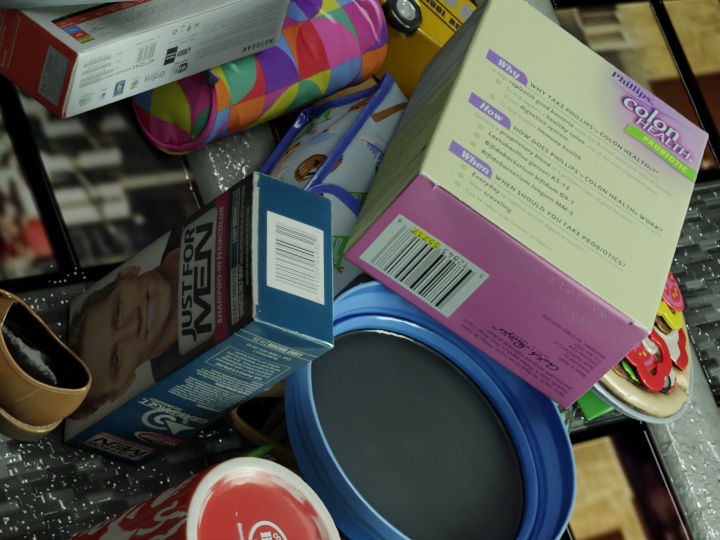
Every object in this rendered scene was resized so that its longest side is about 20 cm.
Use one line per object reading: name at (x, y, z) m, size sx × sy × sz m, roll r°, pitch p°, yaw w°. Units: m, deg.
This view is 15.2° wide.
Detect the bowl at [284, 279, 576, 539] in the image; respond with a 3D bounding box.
bowl at (0.041, 0.101, 1.631) m, size 0.200 × 0.039 × 0.201 m, roll 23°, pitch 47°, yaw -26°

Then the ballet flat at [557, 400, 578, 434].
ballet flat at (0.093, 0.129, 1.810) m, size 0.074 × 0.074 × 0.200 m, roll 57°, pitch 39°, yaw 0°

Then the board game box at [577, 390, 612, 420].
board game box at (0.149, 0.001, 1.897) m, size 0.201 × 0.040 × 0.153 m, roll 61°, pitch 21°, yaw 8°

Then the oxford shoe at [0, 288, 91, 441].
oxford shoe at (-0.240, 0.018, 1.572) m, size 0.200 × 0.071 × 0.072 m, roll 36°, pitch 49°, yaw -18°

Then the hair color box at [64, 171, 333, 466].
hair color box at (-0.098, 0.032, 1.593) m, size 0.060 × 0.200 × 0.101 m, roll 20°, pitch 54°, yaw -32°

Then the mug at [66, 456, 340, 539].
mug at (-0.094, 0.204, 1.500) m, size 0.178 × 0.200 × 0.133 m, roll 50°, pitch 44°, yaw -6°

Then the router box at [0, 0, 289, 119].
router box at (-0.173, -0.184, 1.698) m, size 0.179 × 0.049 × 0.200 m, roll 37°, pitch 38°, yaw 26°

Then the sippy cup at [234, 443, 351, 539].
sippy cup at (-0.024, 0.197, 1.626) m, size 0.130 × 0.139 × 0.179 m, roll -38°, pitch 135°, yaw -56°

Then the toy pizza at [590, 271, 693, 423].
toy pizza at (0.169, 0.010, 1.822) m, size 0.200 × 0.032 × 0.201 m, roll 37°, pitch 35°, yaw -32°

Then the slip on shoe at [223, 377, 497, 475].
slip on shoe at (0.002, 0.110, 1.674) m, size 0.199 × 0.076 × 0.061 m, roll 30°, pitch 13°, yaw -12°

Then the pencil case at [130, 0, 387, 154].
pencil case at (-0.068, -0.142, 1.802) m, size 0.200 × 0.088 × 0.089 m, roll -24°, pitch 84°, yaw -48°

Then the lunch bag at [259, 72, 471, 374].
lunch bag at (0.000, 0.000, 1.754) m, size 0.170 × 0.124 × 0.200 m, roll 49°, pitch 50°, yaw -16°

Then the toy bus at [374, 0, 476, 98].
toy bus at (-0.007, -0.210, 1.907) m, size 0.200 × 0.065 × 0.078 m, roll 41°, pitch 46°, yaw -16°

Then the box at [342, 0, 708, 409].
box at (0.107, -0.048, 1.697) m, size 0.175 × 0.097 × 0.200 m, roll 34°, pitch 44°, yaw -11°

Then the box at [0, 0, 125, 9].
box at (-0.169, -0.255, 1.618) m, size 0.048 × 0.157 × 0.201 m, roll 70°, pitch 20°, yaw -60°
